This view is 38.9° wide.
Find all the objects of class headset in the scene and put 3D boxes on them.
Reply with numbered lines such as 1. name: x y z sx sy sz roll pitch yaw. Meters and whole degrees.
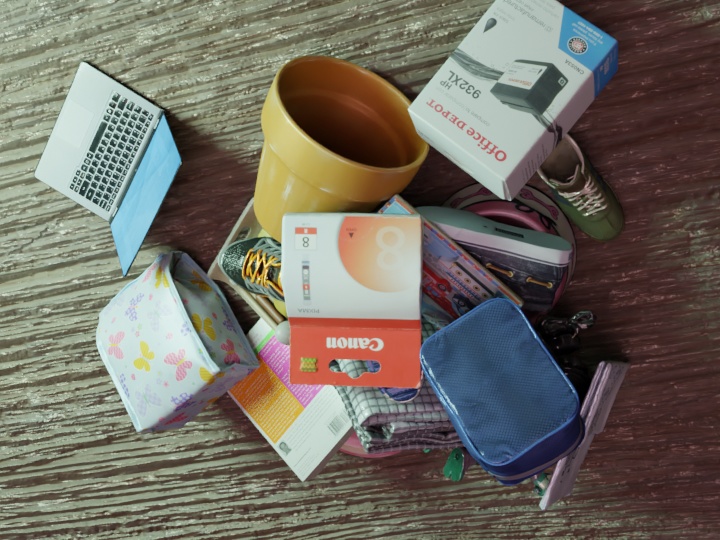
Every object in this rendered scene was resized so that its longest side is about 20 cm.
1. headset: 0.262 0.110 1.279 0.093 0.124 0.200 -15 145 13

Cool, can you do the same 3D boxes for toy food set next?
1. toy food set: -0.108 0.018 1.345 0.200 0.060 0.144 44 116 22

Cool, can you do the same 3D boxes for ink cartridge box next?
1. ink cartridge box: -0.010 0.035 1.165 0.161 0.050 0.201 1 90 7
2. ink cartridge box: 0.172 -0.204 1.154 0.145 0.084 0.200 39 88 17

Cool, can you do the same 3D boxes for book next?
1. book: -0.095 0.168 1.398 0.200 0.048 0.134 48 113 20

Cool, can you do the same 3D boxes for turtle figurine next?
1. turtle figurine: 0.188 0.237 1.377 0.199 0.149 0.101 5 97 -32

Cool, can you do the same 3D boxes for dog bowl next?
1. dog bowl: 0.175 -0.010 1.301 0.199 0.074 0.201 4 113 10

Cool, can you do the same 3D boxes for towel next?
1. towel: 0.062 0.148 1.297 0.199 0.166 0.086 -2 134 -24

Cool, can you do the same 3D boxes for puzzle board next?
1. puzzle board: 0.083 0.007 1.243 0.200 0.017 0.151 39 147 -6

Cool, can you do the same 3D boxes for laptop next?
1. laptop: -0.335 -0.134 1.334 0.199 0.116 0.188 31 114 -2

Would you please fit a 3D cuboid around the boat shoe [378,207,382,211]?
1. boat shoe: 0.000 0.000 1.345 0.073 0.067 0.201 27 115 0

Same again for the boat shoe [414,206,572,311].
1. boat shoe: 0.148 -0.011 1.227 0.199 0.071 0.091 15 113 5

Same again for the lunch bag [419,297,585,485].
1. lunch bag: 0.161 0.138 1.177 0.135 0.132 0.201 -30 62 0

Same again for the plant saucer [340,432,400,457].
1. plant saucer: 0.004 0.180 1.426 0.199 0.051 0.202 4 113 10

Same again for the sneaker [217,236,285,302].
1. sneaker: -0.101 0.001 1.276 0.199 0.077 0.079 13 93 29

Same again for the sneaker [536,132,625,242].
1. sneaker: 0.254 -0.107 1.235 0.067 0.090 0.201 -31 103 20

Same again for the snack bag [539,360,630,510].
1. snack bag: 0.283 0.204 1.275 0.021 0.188 0.201 24 93 21

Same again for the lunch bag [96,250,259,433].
1. lunch bag: -0.259 0.094 1.405 0.169 0.127 0.201 -39 73 22

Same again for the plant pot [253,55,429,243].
1. plant pot: -0.043 -0.127 1.247 0.200 0.200 0.184 31 129 -2

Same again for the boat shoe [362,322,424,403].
1. boat shoe: 0.033 0.058 1.225 0.072 0.072 0.201 -14 88 3
